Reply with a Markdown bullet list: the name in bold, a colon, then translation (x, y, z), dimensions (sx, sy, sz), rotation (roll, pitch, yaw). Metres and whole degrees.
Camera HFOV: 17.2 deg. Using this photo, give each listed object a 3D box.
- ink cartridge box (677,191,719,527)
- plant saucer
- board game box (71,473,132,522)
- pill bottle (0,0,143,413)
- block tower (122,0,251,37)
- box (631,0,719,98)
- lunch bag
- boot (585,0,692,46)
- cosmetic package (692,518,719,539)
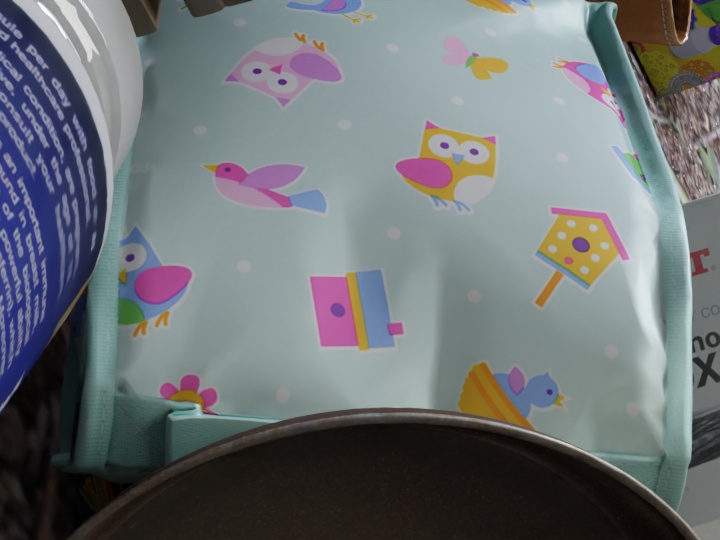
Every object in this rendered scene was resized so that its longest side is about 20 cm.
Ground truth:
- **ink cartridge box**: translation (0.108, 0.083, 0.880), dimensions (0.083, 0.145, 0.201), rotation (-1, 75, -66)
- **plant saucer**: translation (0.000, 0.111, 0.615), dimensions (0.201, 0.200, 0.032), rotation (57, 12, -31)
- **board game box**: translation (-0.030, 0.147, 0.721), dimensions (0.105, 0.023, 0.201), rotation (4, 69, -54)
- **pill bottle**: translation (-0.120, -0.009, 0.520), dimensions (0.116, 0.115, 0.200), rotation (63, 23, -19)
- **block tower**: translation (-0.054, -0.103, 0.650), dimensions (0.054, 0.199, 0.058), rotation (-88, 159, -44)
- **box**: translation (0.209, -0.257, 1.512), dimensions (0.200, 0.122, 0.193), rotation (59, 24, -30)
- **lunch bag**: translation (0.000, 0.000, 0.680), dimensions (0.200, 0.169, 0.122), rotation (-95, -164, -53)
- **boot**: translation (0.046, -0.098, 0.874), dimensions (0.074, 0.154, 0.201), rotation (-55, 151, -50)
- **cosmetic package**: translation (0.089, 0.151, 0.783), dimensions (0.104, 0.199, 0.087), rotation (67, 23, -6)
